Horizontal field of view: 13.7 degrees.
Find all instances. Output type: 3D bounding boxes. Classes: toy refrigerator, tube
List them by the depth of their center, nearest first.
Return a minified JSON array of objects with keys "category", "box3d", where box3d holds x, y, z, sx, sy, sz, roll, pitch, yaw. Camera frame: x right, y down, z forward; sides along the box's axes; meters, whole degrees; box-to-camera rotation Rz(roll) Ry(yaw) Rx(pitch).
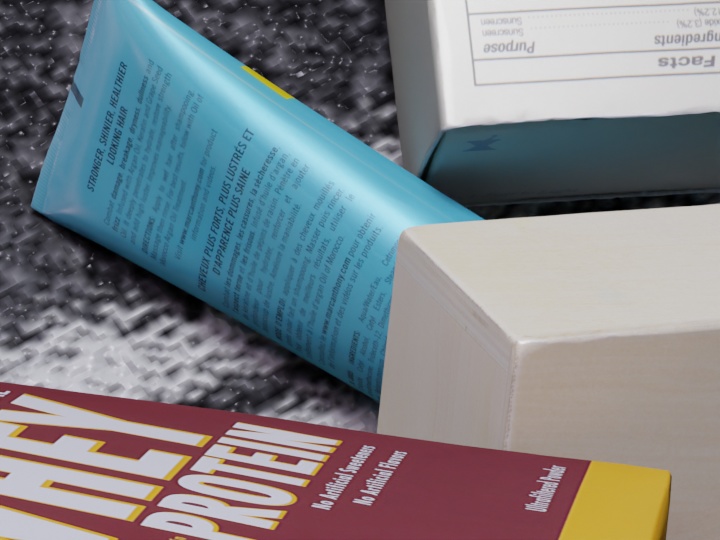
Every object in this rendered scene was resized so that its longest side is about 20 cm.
[{"category":"toy refrigerator","box3d":[0.106,0.028,0.684,0.199,0.076,0.070,-5,26,-23]},{"category":"tube","box3d":[0.000,0.000,0.770,0.200,0.078,0.050,31,27,19]}]

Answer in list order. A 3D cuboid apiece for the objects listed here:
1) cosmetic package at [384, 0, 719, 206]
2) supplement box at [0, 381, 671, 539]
[{"category":"cosmetic package","box3d":[0.055,-0.123,0.799,0.103,0.073,0.201,-2,75,-8]},{"category":"supplement box","box3d":[-0.051,0.137,0.578,0.196,0.201,0.133,7,12,9]}]
